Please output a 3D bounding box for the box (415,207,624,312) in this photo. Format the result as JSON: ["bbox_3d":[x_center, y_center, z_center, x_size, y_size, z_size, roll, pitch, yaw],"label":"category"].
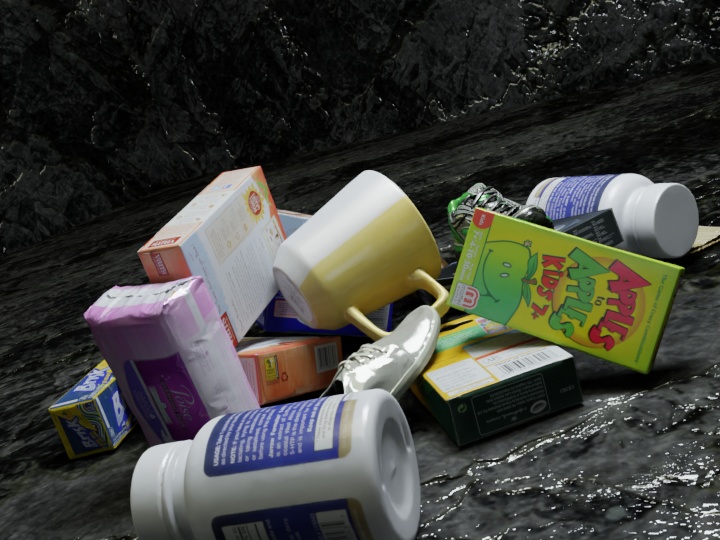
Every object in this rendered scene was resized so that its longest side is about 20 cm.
[{"bbox_3d":[0.183,-0.009,1.118,0.200,0.044,0.160,-25,6,-24],"label":"box"}]

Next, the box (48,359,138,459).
[{"bbox_3d":[-0.302,0.153,1.170,0.064,0.070,0.200,-15,13,14],"label":"box"}]

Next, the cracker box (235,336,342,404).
[{"bbox_3d":[-0.137,0.111,1.079,0.200,0.058,0.134,-5,2,40],"label":"cracker box"}]

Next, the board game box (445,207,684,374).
[{"bbox_3d":[0.193,0.016,0.901,0.200,0.102,0.048,19,6,22],"label":"board game box"}]

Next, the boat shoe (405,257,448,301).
[{"bbox_3d":[0.093,0.017,1.291,0.072,0.072,0.200,-46,25,6],"label":"boat shoe"}]

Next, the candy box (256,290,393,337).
[{"bbox_3d":[-0.067,0.030,1.253,0.169,0.077,0.200,5,9,-19],"label":"candy box"}]

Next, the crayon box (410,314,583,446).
[{"bbox_3d":[0.120,0.099,0.941,0.126,0.052,0.200,-18,15,-8],"label":"crayon box"}]

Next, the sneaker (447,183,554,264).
[{"bbox_3d":[0.140,-0.052,1.035,0.078,0.085,0.200,-24,7,-16],"label":"sneaker"}]

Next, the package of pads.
[{"bbox_3d":[-0.178,0.105,0.938,0.120,0.200,0.076,-6,25,36],"label":"package of pads"}]

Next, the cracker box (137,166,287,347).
[{"bbox_3d":[-0.149,-0.012,1.031,0.058,0.134,0.200,-7,26,24],"label":"cracker box"}]

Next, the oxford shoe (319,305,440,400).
[{"bbox_3d":[0.011,0.100,0.916,0.200,0.058,0.075,-49,16,-27],"label":"oxford shoe"}]

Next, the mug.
[{"bbox_3d":[-0.006,-0.008,1.046,0.153,0.150,0.187,-34,23,-17],"label":"mug"}]

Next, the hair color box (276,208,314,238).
[{"bbox_3d":[-0.046,-0.039,1.275,0.200,0.061,0.099,11,5,9],"label":"hair color box"}]

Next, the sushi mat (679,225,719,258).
[{"bbox_3d":[0.392,-0.044,1.270,0.096,0.012,0.200,-22,15,-23],"label":"sushi mat"}]

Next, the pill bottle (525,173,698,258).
[{"bbox_3d":[0.318,-0.063,1.203,0.120,0.120,0.200,-25,16,-32],"label":"pill bottle"}]

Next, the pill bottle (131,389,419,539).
[{"bbox_3d":[-0.065,0.165,0.722,0.200,0.120,0.120,-11,15,17],"label":"pill bottle"}]
